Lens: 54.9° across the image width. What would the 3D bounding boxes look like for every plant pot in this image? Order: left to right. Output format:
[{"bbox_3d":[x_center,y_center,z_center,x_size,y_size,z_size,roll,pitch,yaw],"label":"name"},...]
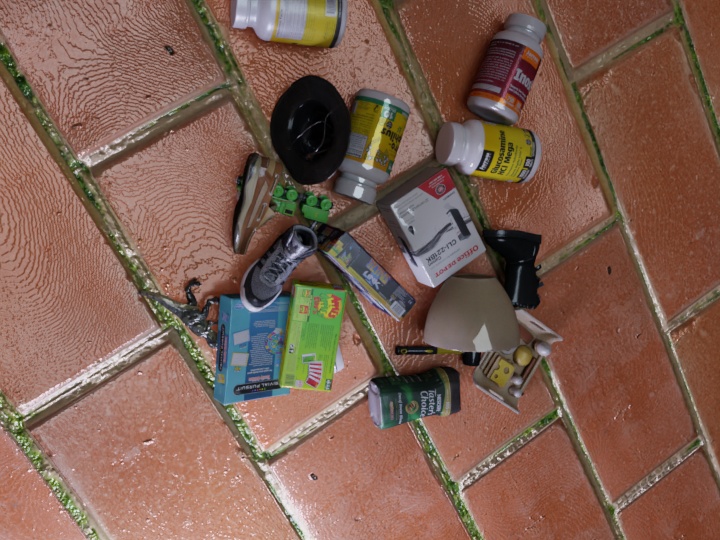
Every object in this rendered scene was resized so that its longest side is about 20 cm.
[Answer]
[{"bbox_3d":[0.229,0.078,1.424,0.198,0.200,0.136,-2,96,-19],"label":"plant pot"}]

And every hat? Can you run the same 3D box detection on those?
[{"bbox_3d":[-0.074,-0.260,1.299,0.080,0.199,0.204,-6,103,-52],"label":"hat"}]

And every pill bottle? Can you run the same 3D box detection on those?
[{"bbox_3d":[-0.130,-0.469,1.251,0.197,0.112,0.114,1,99,-19],"label":"pill bottle"},{"bbox_3d":[0.016,-0.236,1.340,0.112,0.113,0.202,18,92,-21],"label":"pill bottle"},{"bbox_3d":[0.260,-0.247,1.424,0.197,0.112,0.114,5,97,-20],"label":"pill bottle"},{"bbox_3d":[0.302,-0.409,1.411,0.112,0.113,0.202,21,92,-21],"label":"pill bottle"}]

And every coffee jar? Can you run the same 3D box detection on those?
[{"bbox_3d":[0.119,0.268,1.476,0.197,0.085,0.106,-8,102,-18],"label":"coffee jar"}]

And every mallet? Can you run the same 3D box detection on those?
[{"bbox_3d":[0.172,0.184,1.509,0.197,0.041,0.067,-6,98,-14],"label":"mallet"}]

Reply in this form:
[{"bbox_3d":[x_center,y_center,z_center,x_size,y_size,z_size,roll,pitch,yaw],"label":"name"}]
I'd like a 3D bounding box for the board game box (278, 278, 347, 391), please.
[{"bbox_3d":[-0.093,0.124,1.328,0.100,0.048,0.203,7,101,-13],"label":"board game box"}]

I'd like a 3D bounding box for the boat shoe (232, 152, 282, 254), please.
[{"bbox_3d":[-0.190,-0.116,1.279,0.073,0.076,0.202,9,123,-18],"label":"boat shoe"}]

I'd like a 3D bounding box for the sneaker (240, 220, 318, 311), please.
[{"bbox_3d":[-0.146,-0.017,1.283,0.075,0.114,0.201,40,55,-11],"label":"sneaker"}]

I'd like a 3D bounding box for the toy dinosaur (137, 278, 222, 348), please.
[{"bbox_3d":[-0.315,0.071,1.314,0.199,0.047,0.088,39,92,-17],"label":"toy dinosaur"}]

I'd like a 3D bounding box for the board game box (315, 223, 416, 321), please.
[{"bbox_3d":[0.000,0.000,1.346,0.057,0.165,0.200,-47,110,-4],"label":"board game box"}]

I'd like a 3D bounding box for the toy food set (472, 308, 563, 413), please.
[{"bbox_3d":[0.356,0.205,1.561,0.143,0.060,0.201,32,87,-21],"label":"toy food set"}]

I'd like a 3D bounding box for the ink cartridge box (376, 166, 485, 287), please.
[{"bbox_3d":[0.147,-0.089,1.426,0.144,0.084,0.201,-34,110,-11],"label":"ink cartridge box"}]

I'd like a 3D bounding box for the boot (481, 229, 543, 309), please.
[{"bbox_3d":[0.325,-0.002,1.480,0.197,0.073,0.165,5,91,-46],"label":"boot"}]

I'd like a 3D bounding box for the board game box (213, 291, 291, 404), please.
[{"bbox_3d":[-0.202,0.145,1.337,0.150,0.047,0.203,-1,100,-41],"label":"board game box"}]

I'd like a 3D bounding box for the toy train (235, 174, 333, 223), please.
[{"bbox_3d":[-0.148,-0.137,1.339,0.198,0.042,0.057,13,107,-19],"label":"toy train"}]

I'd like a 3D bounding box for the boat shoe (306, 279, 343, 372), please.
[{"bbox_3d":[-0.092,0.120,1.389,0.065,0.072,0.202,-22,114,-19],"label":"boat shoe"}]
